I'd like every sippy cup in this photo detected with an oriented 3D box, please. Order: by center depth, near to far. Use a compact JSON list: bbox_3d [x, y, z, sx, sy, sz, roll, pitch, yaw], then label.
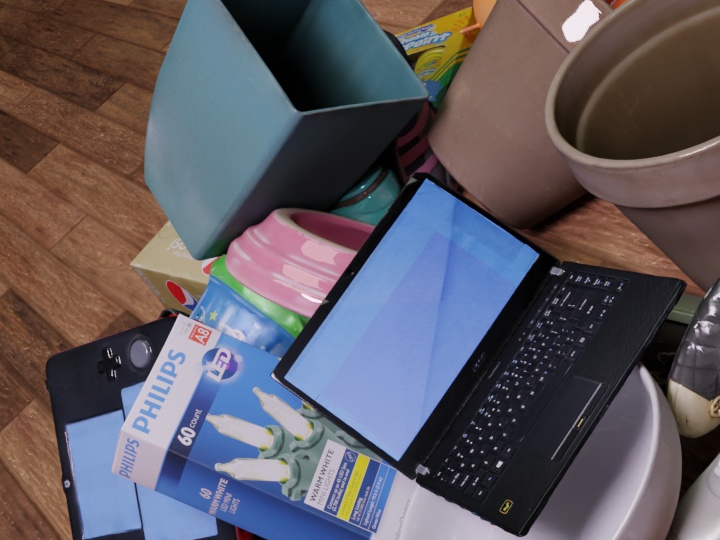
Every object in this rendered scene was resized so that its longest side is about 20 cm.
[{"bbox_3d":[-0.095,0.080,1.035,0.131,0.139,0.178,-52,-10,-6],"label":"sippy cup"}]

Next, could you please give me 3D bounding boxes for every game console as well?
[{"bbox_3d":[-0.162,0.146,0.979,0.175,0.031,0.203,-16,80,31],"label":"game console"}]

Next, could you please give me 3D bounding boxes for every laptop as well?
[{"bbox_3d":[0.066,0.040,0.809,0.178,0.103,0.199,-54,24,-11],"label":"laptop"}]

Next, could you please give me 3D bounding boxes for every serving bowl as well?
[{"bbox_3d":[0.114,0.144,0.779,0.199,0.066,0.201,-39,24,21],"label":"serving bowl"}]

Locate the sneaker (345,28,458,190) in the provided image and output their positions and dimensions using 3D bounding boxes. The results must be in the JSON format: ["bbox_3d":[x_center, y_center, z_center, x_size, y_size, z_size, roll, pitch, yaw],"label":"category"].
[{"bbox_3d":[0.039,-0.126,1.098,0.070,0.202,0.082,27,54,34],"label":"sneaker"}]

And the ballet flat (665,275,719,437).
[{"bbox_3d":[0.242,0.015,0.753,0.201,0.066,0.057,-57,45,11],"label":"ballet flat"}]

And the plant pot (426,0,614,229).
[{"bbox_3d":[0.146,-0.134,1.033,0.175,0.199,0.201,-46,29,16],"label":"plant pot"}]

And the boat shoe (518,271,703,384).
[{"bbox_3d":[0.182,0.042,0.869,0.199,0.071,0.062,14,100,38],"label":"boat shoe"}]

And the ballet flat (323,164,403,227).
[{"bbox_3d":[-0.023,-0.043,1.128,0.067,0.071,0.199,-46,22,-26],"label":"ballet flat"}]

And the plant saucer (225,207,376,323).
[{"bbox_3d":[0.000,0.000,0.977,0.200,0.198,0.052,33,108,56],"label":"plant saucer"}]

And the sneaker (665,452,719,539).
[{"bbox_3d":[0.234,0.082,0.732,0.200,0.092,0.076,-43,33,-8],"label":"sneaker"}]

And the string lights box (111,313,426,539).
[{"bbox_3d":[-0.053,0.120,0.878,0.059,0.198,0.104,115,178,-50],"label":"string lights box"}]

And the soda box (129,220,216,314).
[{"bbox_3d":[-0.128,0.004,1.215,0.199,0.064,0.068,12,56,50],"label":"soda box"}]

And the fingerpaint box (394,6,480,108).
[{"bbox_3d":[0.021,-0.149,1.256,0.198,0.074,0.168,-14,39,32],"label":"fingerpaint box"}]

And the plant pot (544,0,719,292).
[{"bbox_3d":[0.242,-0.075,0.850,0.198,0.174,0.201,-24,34,18],"label":"plant pot"}]

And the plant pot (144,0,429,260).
[{"bbox_3d":[-0.076,-0.109,1.018,0.140,0.142,0.201,-14,-30,-44],"label":"plant pot"}]

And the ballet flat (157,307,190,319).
[{"bbox_3d":[-0.194,0.114,1.133,0.067,0.069,0.201,-10,41,35],"label":"ballet flat"}]

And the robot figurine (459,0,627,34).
[{"bbox_3d":[0.181,-0.269,1.215,0.200,0.144,0.116,-48,16,-17],"label":"robot figurine"}]
